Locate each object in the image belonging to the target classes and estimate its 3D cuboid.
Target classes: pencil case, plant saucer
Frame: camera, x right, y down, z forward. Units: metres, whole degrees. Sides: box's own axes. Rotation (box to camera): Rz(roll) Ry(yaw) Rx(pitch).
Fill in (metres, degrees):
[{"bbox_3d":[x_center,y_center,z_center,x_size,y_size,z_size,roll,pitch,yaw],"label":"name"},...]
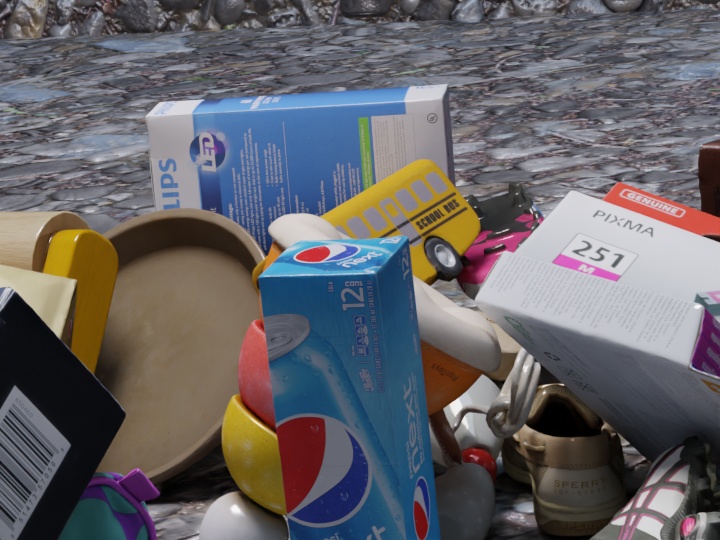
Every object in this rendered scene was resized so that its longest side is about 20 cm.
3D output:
[{"bbox_3d":[-0.194,0.133,1.438,0.092,0.085,0.200,-48,32,-18],"label":"pencil case"},{"bbox_3d":[-0.134,0.053,1.629,0.200,0.200,0.029,4,-26,33],"label":"plant saucer"}]

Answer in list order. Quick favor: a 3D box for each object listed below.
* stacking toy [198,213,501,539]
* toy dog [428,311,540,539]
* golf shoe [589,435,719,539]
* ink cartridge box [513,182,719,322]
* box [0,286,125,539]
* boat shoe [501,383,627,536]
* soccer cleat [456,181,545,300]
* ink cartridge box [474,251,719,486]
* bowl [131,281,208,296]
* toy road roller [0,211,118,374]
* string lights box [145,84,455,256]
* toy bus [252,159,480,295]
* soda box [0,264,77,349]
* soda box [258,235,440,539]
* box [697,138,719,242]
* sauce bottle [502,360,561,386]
[{"bbox_3d":[-0.030,0.082,1.400,0.146,0.200,0.146,32,4,-2],"label":"stacking toy"},{"bbox_3d":[0.038,0.088,1.504,0.096,0.132,0.200,17,4,-1],"label":"toy dog"},{"bbox_3d":[0.147,0.140,1.319,0.088,0.077,0.200,-12,11,9],"label":"golf shoe"},{"bbox_3d":[0.209,0.002,1.514,0.200,0.044,0.174,21,38,20],"label":"ink cartridge box"},{"bbox_3d":[-0.250,0.103,1.349,0.200,0.107,0.149,-7,44,40],"label":"box"},{"bbox_3d":[0.123,0.096,1.521,0.071,0.065,0.200,-6,13,-5],"label":"boat shoe"},{"bbox_3d":[0.106,0.001,1.736,0.070,0.086,0.200,-17,13,8],"label":"soccer cleat"},{"bbox_3d":[0.187,0.070,1.372,0.200,0.043,0.196,17,-18,45],"label":"ink cartridge box"},{"bbox_3d":[-0.066,0.036,1.762,0.200,0.105,0.201,-5,14,1],"label":"bowl"},{"bbox_3d":[-0.249,0.041,1.588,0.123,0.200,0.146,0,-24,32],"label":"toy road roller"},{"bbox_3d":[-0.038,-0.065,1.729,0.200,0.103,0.059,-3,14,7],"label":"string lights box"},{"bbox_3d":[0.000,0.000,1.598,0.065,0.078,0.200,-40,-4,36],"label":"toy bus"},{"bbox_3d":[-0.265,0.030,1.464,0.200,0.068,0.064,11,44,-2],"label":"soda box"},{"bbox_3d":[-0.003,0.087,1.308,0.064,0.200,0.068,-3,16,16],"label":"soda box"},{"bbox_3d":[0.348,-0.020,1.713,0.166,0.165,0.200,6,17,40],"label":"box"},{"bbox_3d":[0.148,0.053,1.695,0.200,0.065,0.065,-1,14,21],"label":"sauce bottle"}]
